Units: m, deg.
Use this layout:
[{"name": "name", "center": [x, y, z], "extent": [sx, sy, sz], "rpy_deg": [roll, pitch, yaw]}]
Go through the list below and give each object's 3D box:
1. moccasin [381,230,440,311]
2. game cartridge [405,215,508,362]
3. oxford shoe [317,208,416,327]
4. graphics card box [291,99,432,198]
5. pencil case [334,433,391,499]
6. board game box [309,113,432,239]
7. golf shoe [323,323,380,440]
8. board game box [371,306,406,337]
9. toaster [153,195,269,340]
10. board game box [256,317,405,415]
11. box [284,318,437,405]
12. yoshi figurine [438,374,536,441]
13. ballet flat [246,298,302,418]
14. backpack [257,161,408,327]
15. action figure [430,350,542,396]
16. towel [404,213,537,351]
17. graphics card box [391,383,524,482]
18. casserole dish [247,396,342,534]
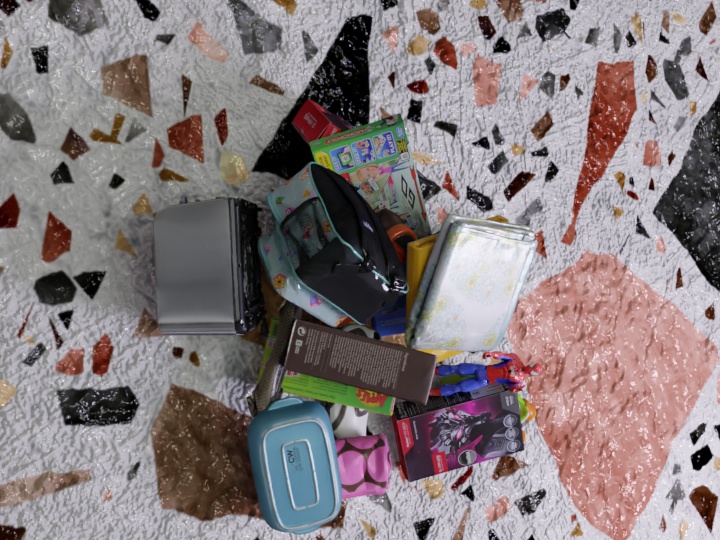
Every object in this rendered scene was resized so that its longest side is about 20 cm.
[{"name": "moccasin", "center": [0.084, 0.000, 1.445], "extent": [0.199, 0.068, 0.081], "rpy_deg": [-27, 103, -4]}, {"name": "game cartridge", "center": [0.144, 0.033, 1.411], "extent": [0.175, 0.032, 0.202], "rpy_deg": [-18, 119, -30]}, {"name": "oxford shoe", "center": [0.000, 0.000, 1.386], "extent": [0.071, 0.073, 0.200], "rpy_deg": [22, 114, -47]}, {"name": "graphics card box", "center": [0.002, -0.173, 1.430], "extent": [0.199, 0.126, 0.051], "rpy_deg": [29, 103, -28]}, {"name": "pencil case", "center": [-0.050, 0.297, 1.391], "extent": [0.198, 0.091, 0.094], "rpy_deg": [-9, 57, -12]}, {"name": "board game box", "center": [0.018, -0.114, 1.369], "extent": [0.133, 0.029, 0.201], "rpy_deg": [-18, 128, 1]}, {"name": "golf shoe", "center": [-0.003, 0.181, 1.440], "extent": [0.078, 0.094, 0.202], "rpy_deg": [-13, 98, -56]}, {"name": "board game box", "center": [0.109, 0.022, 1.504], "extent": [0.198, 0.045, 0.136], "rpy_deg": [-8, 94, -7]}, {"name": "toaster", "center": [-0.193, 0.002, 1.268], "extent": [0.117, 0.181, 0.202], "rpy_deg": [-3, 91, 3]}, {"name": "board game box", "center": [-0.041, 0.139, 1.387], "extent": [0.198, 0.048, 0.103], "rpy_deg": [11, 85, 4]}, {"name": "box", "center": [0.003, 0.126, 1.313], "extent": [0.198, 0.100, 0.076], "rpy_deg": [12, 85, 5]}, {"name": "yoshi figurine", "center": [0.201, 0.215, 1.594], "extent": [0.112, 0.113, 0.200], "rpy_deg": [-37, 131, 14]}, {"name": "ballet flat", "center": [-0.119, 0.113, 1.341], "extent": [0.046, 0.067, 0.202], "rpy_deg": [14, 90, 5]}, {"name": "backpack", "center": [-0.045, -0.037, 1.272], "extent": [0.175, 0.153, 0.201], "rpy_deg": [32, 33, -46]}, {"name": "action figure", "center": [0.174, 0.157, 1.433], "extent": [0.198, 0.099, 0.066], "rpy_deg": [-8, 80, 6]}, {"name": "towel", "center": [0.158, 0.021, 1.369], "extent": [0.170, 0.048, 0.202], "rpy_deg": [7, 107, -36]}, {"name": "graphics card box", "center": [0.153, 0.248, 1.504], "extent": [0.198, 0.051, 0.126], "rpy_deg": [-14, 117, -6]}, {"name": "casserole dish", "center": [-0.086, 0.275, 1.318], "extent": [0.120, 0.039, 0.202], "rpy_deg": [-12, 100, -13]}]
